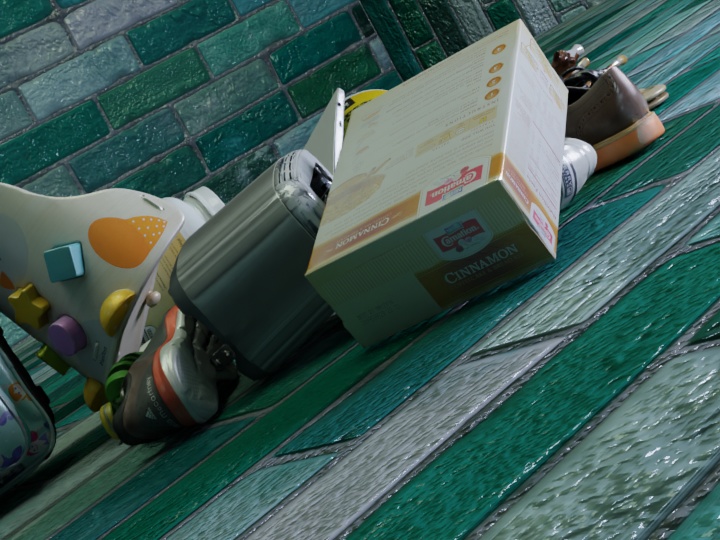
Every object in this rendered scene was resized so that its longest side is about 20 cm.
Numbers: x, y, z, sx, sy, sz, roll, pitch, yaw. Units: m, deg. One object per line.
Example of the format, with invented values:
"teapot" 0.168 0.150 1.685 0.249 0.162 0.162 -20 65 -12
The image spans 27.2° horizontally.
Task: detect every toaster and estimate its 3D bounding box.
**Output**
"toaster" -0.062 -0.008 1.110 0.129 0.114 0.200 -43 9 12

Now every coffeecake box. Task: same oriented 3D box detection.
"coffeecake box" 0.057 -0.062 1.013 0.152 0.073 0.201 -26 29 27

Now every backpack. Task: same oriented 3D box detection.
"backpack" -0.362 0.131 1.200 0.199 0.179 0.151 -34 3 -7

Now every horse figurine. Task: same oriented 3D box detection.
"horse figurine" 0.161 -0.151 1.388 0.199 0.050 0.132 -35 -1 43

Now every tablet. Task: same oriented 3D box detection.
"tablet" -0.055 -0.063 1.393 0.200 0.014 0.131 125 153 -50

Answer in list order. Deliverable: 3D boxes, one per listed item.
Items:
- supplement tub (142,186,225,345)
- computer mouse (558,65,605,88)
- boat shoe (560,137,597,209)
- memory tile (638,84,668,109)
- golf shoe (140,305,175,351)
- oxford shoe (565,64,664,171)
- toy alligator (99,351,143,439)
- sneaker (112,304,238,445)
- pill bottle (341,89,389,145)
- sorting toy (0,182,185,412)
"supplement tub" -0.220 0.013 1.569 0.199 0.145 0.144 -32 7 -17
"computer mouse" 0.111 -0.136 1.242 0.138 0.053 0.199 -40 -17 30
"boat shoe" 0.094 -0.061 1.136 0.065 0.073 0.199 -30 6 -42
"memory tile" 0.200 -0.131 1.405 0.152 0.017 0.200 -31 7 -8
"golf shoe" -0.140 0.029 1.349 0.199 0.095 0.078 -30 8 10
"oxford shoe" 0.155 -0.110 1.202 0.071 0.073 0.199 -36 9 -40
"toy alligator" -0.175 0.088 1.225 0.059 0.055 0.200 -27 7 11
"sneaker" -0.148 0.077 1.119 0.081 0.078 0.200 -32 6 8
"pill bottle" 0.023 -0.106 1.386 0.112 0.113 0.200 -30 21 -4
"sorting toy" -0.259 0.010 1.243 0.107 0.179 0.201 -53 -12 -46
